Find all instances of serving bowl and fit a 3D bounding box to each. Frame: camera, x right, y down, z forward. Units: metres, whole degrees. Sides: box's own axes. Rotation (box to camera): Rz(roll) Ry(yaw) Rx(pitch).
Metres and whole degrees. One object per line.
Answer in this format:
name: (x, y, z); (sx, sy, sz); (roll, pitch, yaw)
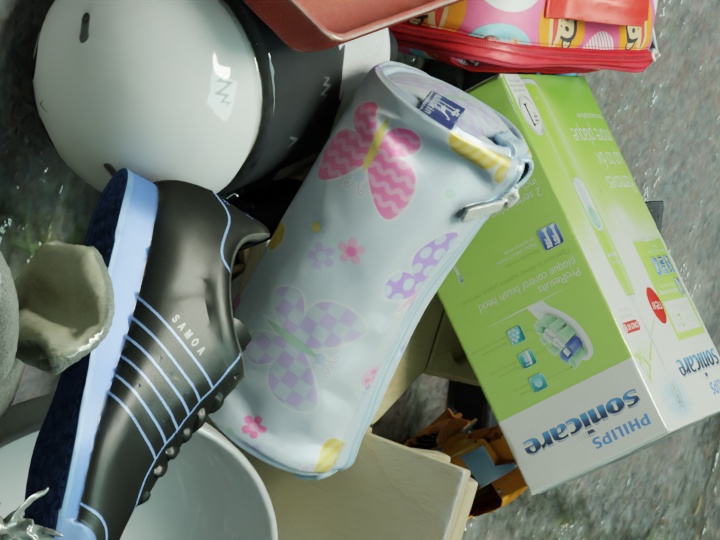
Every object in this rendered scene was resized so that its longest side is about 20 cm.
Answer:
serving bowl: (-0.142, 0.137, 1.258); (0.200, 0.066, 0.201); (-12, 122, -20)

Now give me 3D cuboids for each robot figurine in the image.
robot figurine: (-0.067, -0.102, 1.257); (0.200, 0.150, 0.125); (-28, 157, -51)
robot figurine: (0.073, 0.106, 1.544); (0.145, 0.200, 0.058); (-31, 91, -40)

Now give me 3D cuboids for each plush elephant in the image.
plush elephant: (-0.194, 0.034, 1.107); (0.165, 0.155, 0.200); (-38, 111, 14)

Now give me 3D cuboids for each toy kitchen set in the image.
toy kitchen set: (0.024, 0.109, 1.380); (0.180, 0.163, 0.201); (15, 93, -57)

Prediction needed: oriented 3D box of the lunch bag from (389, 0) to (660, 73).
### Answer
lunch bag: (0.074, -0.149, 1.402); (0.200, 0.176, 0.082); (-5, 105, -57)

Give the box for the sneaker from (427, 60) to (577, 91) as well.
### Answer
sneaker: (0.118, -0.158, 1.562); (0.200, 0.082, 0.073); (-62, 145, -20)

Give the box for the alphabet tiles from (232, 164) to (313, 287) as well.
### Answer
alphabet tiles: (-0.027, 0.018, 1.488); (0.200, 0.006, 0.167); (-32, 131, -48)

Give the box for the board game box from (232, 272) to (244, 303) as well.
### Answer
board game box: (-0.096, 0.101, 1.381); (0.200, 0.034, 0.135); (-37, 133, -42)

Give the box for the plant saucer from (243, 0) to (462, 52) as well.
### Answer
plant saucer: (-0.030, -0.182, 1.241); (0.200, 0.200, 0.037); (-25, 156, -52)

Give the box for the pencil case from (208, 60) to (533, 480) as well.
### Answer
pencil case: (0.000, 0.000, 1.249); (0.200, 0.091, 0.083); (-58, -179, 16)

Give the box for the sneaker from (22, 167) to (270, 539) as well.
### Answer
sneaker: (-0.094, 0.058, 1.162); (0.078, 0.070, 0.201); (17, 80, -20)

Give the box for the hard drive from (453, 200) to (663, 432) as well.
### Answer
hard drive: (0.128, 0.027, 1.703); (0.200, 0.042, 0.135); (-20, 121, -52)

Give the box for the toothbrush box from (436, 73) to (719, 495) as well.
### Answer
toothbrush box: (0.104, 0.003, 1.379); (0.200, 0.086, 0.146); (66, 22, 7)
